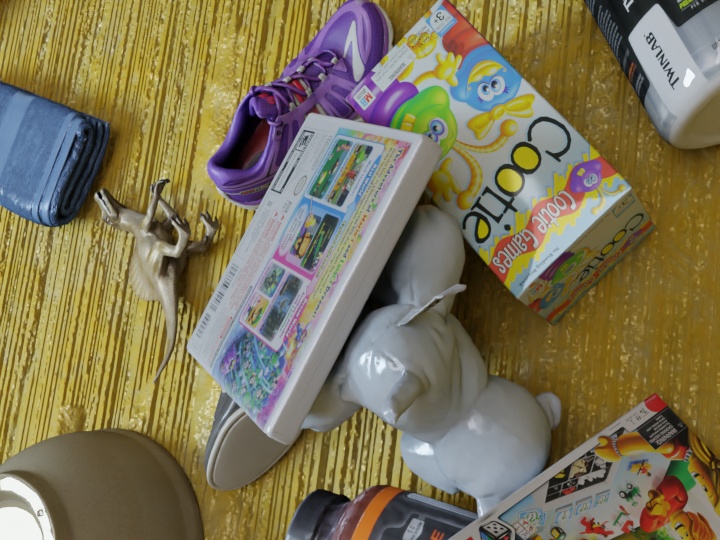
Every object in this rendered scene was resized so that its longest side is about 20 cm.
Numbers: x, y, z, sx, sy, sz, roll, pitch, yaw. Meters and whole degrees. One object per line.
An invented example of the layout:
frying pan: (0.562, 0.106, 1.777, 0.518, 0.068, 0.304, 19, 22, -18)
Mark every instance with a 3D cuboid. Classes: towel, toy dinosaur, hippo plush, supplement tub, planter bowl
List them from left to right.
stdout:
towel: (-0.332, -0.117, 0.945, 0.197, 0.048, 0.114, 22, 88, 27)
planter bowl: (-0.242, 0.224, 0.777, 0.196, 0.134, 0.205, -6, 76, 24)
toy dinosaur: (-0.168, -0.008, 0.850, 0.101, 0.058, 0.202, -46, 55, 25)
supplement tub: (0.046, 0.209, 0.660, 0.196, 0.107, 0.109, 11, 83, 26)
hippo plush: (0.061, 0.065, 0.643, 0.199, 0.160, 0.161, -13, 44, 62)
supplement tub: (0.215, -0.196, 0.664, 0.121, 0.122, 0.203, -30, 68, 16)

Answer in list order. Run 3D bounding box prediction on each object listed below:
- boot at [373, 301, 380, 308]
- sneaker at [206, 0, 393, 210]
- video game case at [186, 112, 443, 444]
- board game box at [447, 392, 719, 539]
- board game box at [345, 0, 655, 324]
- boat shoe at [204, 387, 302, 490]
boot: (0.000, 0.000, 0.748, 0.073, 0.075, 0.203, -29, 69, 14)
sneaker: (-0.048, -0.135, 0.796, 0.080, 0.083, 0.201, 39, 95, 26)
video game case: (-0.040, -0.007, 0.662, 0.203, 0.023, 0.181, -62, 29, -1)
board game box: (0.155, 0.170, 0.587, 0.127, 0.198, 0.035, 48, 145, 25)
board game box: (0.099, -0.077, 0.702, 0.105, 0.103, 0.201, -44, 64, 10)
boat shoe: (-0.069, 0.080, 0.762, 0.202, 0.066, 0.057, -62, 34, 21)
